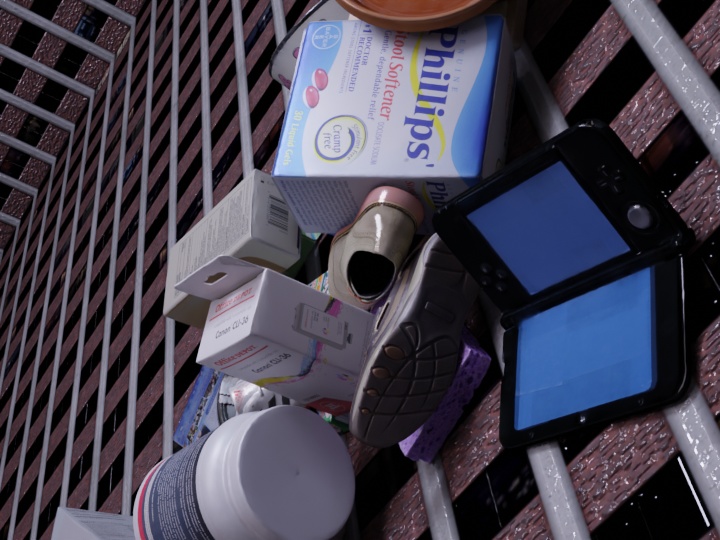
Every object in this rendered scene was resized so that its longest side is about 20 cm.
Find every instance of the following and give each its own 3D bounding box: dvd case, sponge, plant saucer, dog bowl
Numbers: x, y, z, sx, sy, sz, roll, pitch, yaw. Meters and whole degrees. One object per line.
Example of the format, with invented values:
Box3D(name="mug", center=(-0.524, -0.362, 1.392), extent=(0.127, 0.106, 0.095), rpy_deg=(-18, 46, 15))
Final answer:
Box3D(name="dvd case", center=(-0.178, 0.169, 1.441), extent=(0.200, 0.017, 0.144), rpy_deg=(8, 75, 65))
Box3D(name="sponge", center=(0.049, 0.080, 1.059), extent=(0.112, 0.030, 0.200), rpy_deg=(-60, 25, 13))
Box3D(name="plant saucer", center=(0.059, -0.306, 1.080), extent=(0.032, 0.198, 0.202), rpy_deg=(73, -156, -60))
Box3D(name="dog bowl", center=(-0.006, -0.261, 1.315), extent=(0.199, 0.074, 0.200), rpy_deg=(-38, -6, -4))

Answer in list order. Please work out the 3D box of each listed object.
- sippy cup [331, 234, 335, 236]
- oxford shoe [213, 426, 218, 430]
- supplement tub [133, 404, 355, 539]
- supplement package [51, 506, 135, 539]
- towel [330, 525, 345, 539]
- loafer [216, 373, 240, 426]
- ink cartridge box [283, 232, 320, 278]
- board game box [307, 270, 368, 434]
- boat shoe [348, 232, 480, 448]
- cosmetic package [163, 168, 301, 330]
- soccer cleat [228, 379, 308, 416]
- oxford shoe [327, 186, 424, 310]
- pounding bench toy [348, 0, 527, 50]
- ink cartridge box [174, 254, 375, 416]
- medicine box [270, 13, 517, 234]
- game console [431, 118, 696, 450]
Box3D(name="sippy cup", center=(-0.011, -0.109, 1.244), extent=(0.178, 0.138, 0.131), rpy_deg=(-53, -15, -71))
Box3D(name="oxford shoe", center=(-0.165, 0.236, 1.234), extent=(0.071, 0.072, 0.200), rpy_deg=(-20, 19, 20))
Box3D(name="supplement tub", center=(-0.110, 0.213, 1.049), extent=(0.200, 0.139, 0.142), rpy_deg=(-34, 39, 46))
Box3D(name="supplement package", center=(-0.253, 0.373, 1.225), extent=(0.199, 0.146, 0.193), rpy_deg=(0, 79, 63))
Box3D(name="towel", center=(-0.078, 0.295, 1.114), extent=(0.200, 0.034, 0.134), rpy_deg=(-42, 34, 40))
Box3D(name="loafer", center=(-0.124, 0.104, 1.287), extent=(0.201, 0.071, 0.063), rpy_deg=(-80, -11, -49))
Box3D(name="ink cartridge box", center=(-0.111, -0.031, 1.438), extent=(0.201, 0.059, 0.104), rpy_deg=(-58, 26, 17))
Box3D(name="board game box", center=(-0.043, 0.092, 1.230), extent=(0.134, 0.029, 0.202), rpy_deg=(-35, 39, 50))
Box3D(name="boat shoe", center=(0.046, 0.060, 0.984), extent=(0.201, 0.074, 0.073), rpy_deg=(-62, 15, -14))
Box3D(name="cosmetic package", center=(-0.153, -0.020, 1.359), extent=(0.200, 0.071, 0.106), rpy_deg=(-36, 42, 42))
Box3D(name="soccer cleat", center=(-0.086, 0.119, 1.158), extent=(0.201, 0.085, 0.069), rpy_deg=(-61, 25, 11))
Box3D(name="oxford shoe", center=(0.000, 0.000, 1.058), extent=(0.200, 0.070, 0.074), rpy_deg=(112, 179, -60))
Box3D(name="pounding bench toy", center=(0.096, -0.302, 1.157), extent=(0.199, 0.155, 0.125), rpy_deg=(-28, 44, 52))
Box3D(name="ink cartridge box", center=(-0.069, 0.063, 1.038), extent=(0.116, 0.199, 0.068), rpy_deg=(-29, 43, 53))
Box3D(name="medicine box", center=(0.038, -0.137, 1.075), extent=(0.198, 0.103, 0.184), rpy_deg=(1, 62, 19))
Box3D(name="game console", center=(0.139, 0.016, 0.847), extent=(0.200, 0.176, 0.116), rpy_deg=(-29, 14, 51))
